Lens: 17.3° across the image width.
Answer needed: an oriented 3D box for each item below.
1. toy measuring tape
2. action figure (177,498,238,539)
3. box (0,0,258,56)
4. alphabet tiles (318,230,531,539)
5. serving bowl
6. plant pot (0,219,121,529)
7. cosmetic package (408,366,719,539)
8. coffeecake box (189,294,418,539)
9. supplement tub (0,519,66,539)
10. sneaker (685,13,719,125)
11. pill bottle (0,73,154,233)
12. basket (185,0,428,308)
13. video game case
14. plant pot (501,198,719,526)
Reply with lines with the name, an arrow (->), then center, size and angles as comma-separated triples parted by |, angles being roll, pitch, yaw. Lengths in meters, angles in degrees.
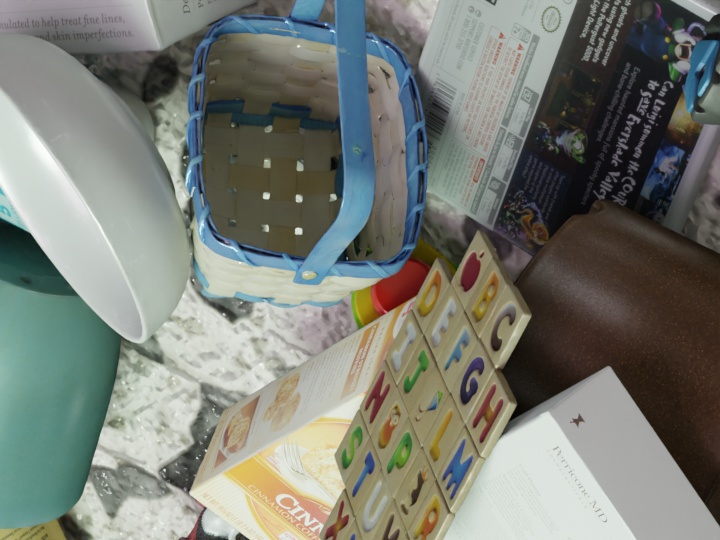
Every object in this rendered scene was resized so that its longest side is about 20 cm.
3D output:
toy measuring tape -> 0.000, 0.000, 1.428 | 0.200, 0.074, 0.074 | 35, 129, 18
action figure -> -0.102, 0.241, 1.593 | 0.134, 0.200, 0.149 | 10, 160, -7
box -> -0.174, -0.239, 1.400 | 0.199, 0.131, 0.200 | 2, 113, 37
alphabet tiles -> 0.030, 0.084, 1.230 | 0.006, 0.166, 0.200 | 20, 110, -19
serving bowl -> -0.158, -0.058, 1.362 | 0.200, 0.066, 0.200 | 49, 164, 19
plant pot -> -0.250, 0.046, 1.566 | 0.200, 0.200, 0.161 | 34, 116, 19
cosmetic package -> 0.127, 0.161, 1.177 | 0.200, 0.052, 0.151 | 56, 150, 1
coffeecake box -> 0.023, 0.116, 1.412 | 0.153, 0.073, 0.200 | 39, 134, -20
supplement tub -> -0.270, 0.244, 1.708 | 0.145, 0.145, 0.200 | -16, 102, 41
sneaker -> 0.240, -0.151, 1.188 | 0.082, 0.073, 0.200 | 20, 123, -11
pill bottle -> -0.241, -0.098, 1.536 | 0.200, 0.111, 0.111 | 25, 125, 26
basket -> -0.028, -0.077, 1.322 | 0.200, 0.139, 0.177 | 117, 155, -65
video game case -> 0.116, -0.097, 1.327 | 0.182, 0.023, 0.200 | 33, 128, 20
plant pot -> 0.174, 0.073, 1.249 | 0.198, 0.200, 0.201 | 33, 128, 20
